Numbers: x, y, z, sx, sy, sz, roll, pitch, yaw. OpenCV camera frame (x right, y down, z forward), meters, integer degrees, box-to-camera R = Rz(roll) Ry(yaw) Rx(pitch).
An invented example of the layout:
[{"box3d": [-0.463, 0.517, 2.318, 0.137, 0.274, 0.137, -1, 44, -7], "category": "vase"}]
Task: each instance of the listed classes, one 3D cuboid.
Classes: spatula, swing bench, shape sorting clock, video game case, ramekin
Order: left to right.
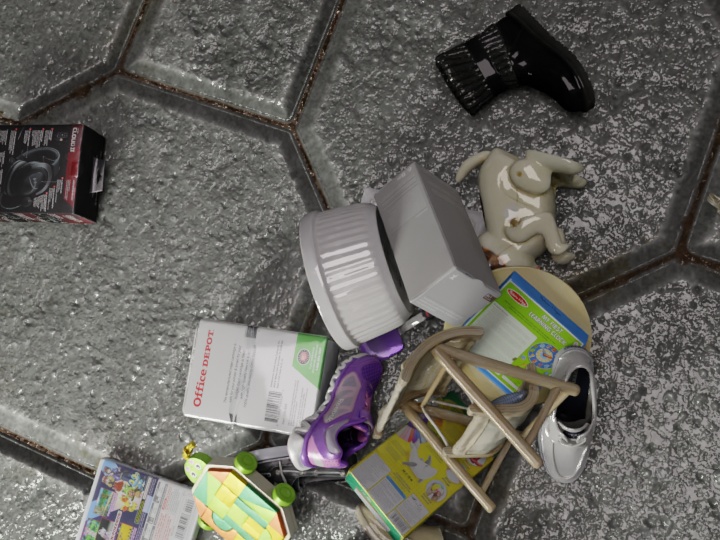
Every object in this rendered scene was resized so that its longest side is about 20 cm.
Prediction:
[{"box3d": [-0.339, 0.405, 1.320, 0.182, 0.023, 0.201, 15, 85, 14], "category": "video game case"}, {"box3d": [0.000, 0.000, 1.222, 0.105, 0.200, 0.201, -18, 77, 10], "category": "ramekin"}, {"box3d": [0.082, 0.073, 1.269, 0.200, 0.021, 0.057, -31, 75, 25], "category": "spatula"}, {"box3d": [0.138, 0.179, 1.122, 0.200, 0.199, 0.130, 32, 60, 8], "category": "swing bench"}, {"box3d": [0.212, 0.090, 1.190, 0.199, 0.039, 0.201, 3, 108, 8], "category": "shape sorting clock"}]

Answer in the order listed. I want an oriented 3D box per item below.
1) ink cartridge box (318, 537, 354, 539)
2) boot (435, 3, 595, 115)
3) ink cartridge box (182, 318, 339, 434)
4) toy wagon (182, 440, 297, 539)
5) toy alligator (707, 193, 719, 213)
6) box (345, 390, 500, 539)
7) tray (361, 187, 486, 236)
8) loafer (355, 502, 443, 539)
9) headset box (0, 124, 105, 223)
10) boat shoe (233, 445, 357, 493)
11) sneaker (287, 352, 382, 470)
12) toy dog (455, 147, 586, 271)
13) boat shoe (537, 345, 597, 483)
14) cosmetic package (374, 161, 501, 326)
[{"box3d": [0.005, 0.460, 1.183, 0.200, 0.125, 0.129, 29, 87, 15], "category": "ink cartridge box"}, {"box3d": [0.224, -0.274, 1.281, 0.158, 0.079, 0.211, -35, 65, -3], "category": "boot"}, {"box3d": [-0.145, 0.157, 1.287, 0.199, 0.084, 0.147, 8, 82, 13], "category": "ink cartridge box"}, {"box3d": [-0.183, 0.324, 1.244, 0.200, 0.040, 0.155, 38, 123, 7], "category": "toy wagon"}, {"box3d": [0.539, -0.023, 1.190, 0.200, 0.059, 0.054, 43, 132, 15], "category": "toy alligator"}, {"box3d": [0.090, 0.265, 1.207, 0.200, 0.048, 0.117, -34, 72, -23], "category": "box"}, {"box3d": [0.085, -0.056, 1.306, 0.199, 0.022, 0.108, 13, 83, 14], "category": "tray"}, {"box3d": [0.083, 0.376, 1.211, 0.200, 0.076, 0.068, 36, 88, 6], "category": "loafer"}, {"box3d": [-0.510, -0.156, 1.422, 0.199, 0.077, 0.150, 1, 81, 11], "category": "headset box"}, {"box3d": [-0.101, 0.293, 1.262, 0.198, 0.074, 0.068, -8, 65, 1], "category": "boat shoe"}, {"box3d": [-0.013, 0.200, 1.215, 0.088, 0.081, 0.200, 4, 43, 36], "category": "sneaker"}, {"box3d": [0.211, -0.063, 1.221, 0.193, 0.140, 0.201, 17, 89, 9], "category": "toy dog"}, {"box3d": [0.275, 0.202, 1.163, 0.073, 0.065, 0.201, -2, 109, 6], "category": "boat shoe"}, {"box3d": [0.100, -0.036, 1.166, 0.090, 0.107, 0.201, -36, 45, 26], "category": "cosmetic package"}]
